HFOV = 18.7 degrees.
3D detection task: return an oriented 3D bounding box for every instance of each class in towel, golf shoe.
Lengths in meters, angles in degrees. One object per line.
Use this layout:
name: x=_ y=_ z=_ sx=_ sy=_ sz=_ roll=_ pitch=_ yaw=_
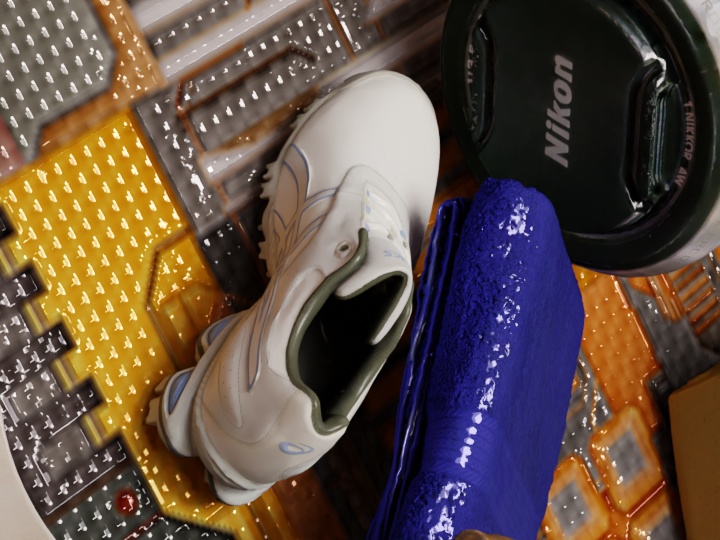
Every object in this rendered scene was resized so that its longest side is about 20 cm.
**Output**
towel: x=0.042 y=0.079 z=0.879 sx=0.148 sy=0.049 sz=0.202 roll=64 pitch=38 yaw=-62
golf shoe: x=0.000 y=0.000 z=0.856 sx=0.078 sy=0.097 sz=0.201 roll=38 pitch=58 yaw=-25

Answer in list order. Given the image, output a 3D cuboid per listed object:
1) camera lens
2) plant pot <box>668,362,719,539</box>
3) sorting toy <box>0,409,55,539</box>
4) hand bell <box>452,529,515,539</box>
camera lens: x=0.144 y=-0.099 z=0.947 sx=0.199 sy=0.159 sz=0.161 roll=-28 pitch=100 yaw=-42
plant pot: x=0.260 y=0.092 z=1.000 sx=0.199 sy=0.200 sz=0.178 roll=-25 pitch=87 yaw=-39
sorting toy: x=-0.178 y=0.089 z=0.698 sx=0.199 sy=0.106 sz=0.182 roll=7 pitch=70 yaw=-39
hand bell: x=0.076 y=0.142 z=0.840 sx=0.200 sy=0.103 sz=0.105 roll=47 pitch=52 yaw=-51
